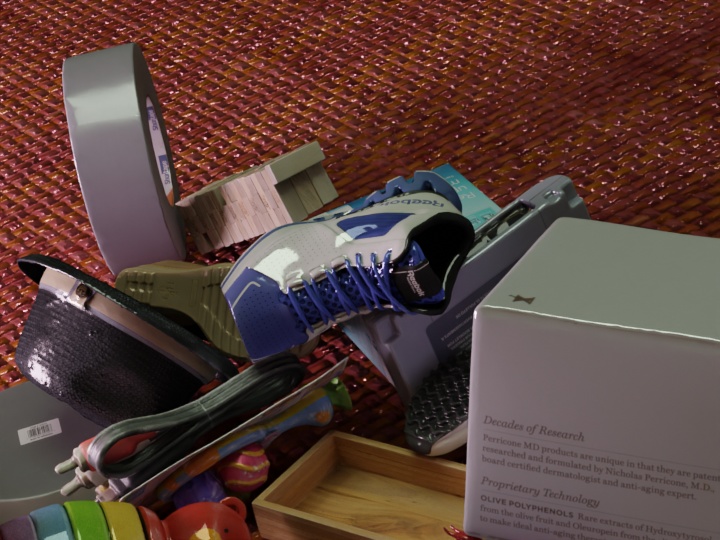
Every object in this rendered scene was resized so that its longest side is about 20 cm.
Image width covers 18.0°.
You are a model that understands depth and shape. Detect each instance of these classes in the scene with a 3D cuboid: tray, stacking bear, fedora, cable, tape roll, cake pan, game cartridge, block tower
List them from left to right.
[{"bbox_3d":[-0.246,0.143,1.789,0.200,0.037,0.200,-10,30,6],"label":"cake pan"},{"bbox_3d":[-0.192,0.069,1.740,0.201,0.201,0.092,22,79,45],"label":"fedora"},{"bbox_3d":[-0.171,0.208,1.580,0.200,0.121,0.114,-8,-13,-14],"label":"stacking bear"},{"bbox_3d":[-0.209,-0.099,2.025,0.066,0.200,0.200,-13,30,2],"label":"tape roll"},{"bbox_3d":[-0.136,0.107,1.675,0.200,0.097,0.050,-38,58,-11],"label":"cable"},{"bbox_3d":[-0.092,-0.060,1.977,0.054,0.058,0.200,-31,6,-29],"label":"block tower"},{"bbox_3d":[0.031,0.175,1.628,0.200,0.037,0.099,11,37,37],"label":"tray"},{"bbox_3d":[0.104,0.034,1.736,0.200,0.133,0.042,-36,36,-19],"label":"game cartridge"}]

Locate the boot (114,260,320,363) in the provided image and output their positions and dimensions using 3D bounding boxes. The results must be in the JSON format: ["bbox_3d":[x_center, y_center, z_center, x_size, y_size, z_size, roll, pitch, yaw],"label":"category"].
[{"bbox_3d":[-0.080,0.033,1.820,0.200,0.072,0.166,15,2,33],"label":"boot"}]

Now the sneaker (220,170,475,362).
[{"bbox_3d":[0.001,0.000,1.650,0.199,0.081,0.115,-29,23,-9],"label":"sneaker"}]

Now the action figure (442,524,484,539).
[{"bbox_3d":[0.067,0.214,1.461,0.099,0.065,0.200,14,7,28],"label":"action figure"}]

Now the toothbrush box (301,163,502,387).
[{"bbox_3d":[0.057,0.007,1.856,0.146,0.085,0.200,-22,32,-13],"label":"toothbrush box"}]

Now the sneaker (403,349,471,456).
[{"bbox_3d":[0.120,0.087,1.693,0.200,0.093,0.070,-43,37,-24],"label":"sneaker"}]

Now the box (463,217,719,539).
[{"bbox_3d":[0.192,0.081,1.531,0.200,0.171,0.199,8,21,19],"label":"box"}]

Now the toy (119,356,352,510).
[{"bbox_3d":[-0.089,0.144,1.684,0.200,0.115,0.047,-34,80,-20],"label":"toy"}]

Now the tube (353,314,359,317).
[{"bbox_3d":[-0.038,0.011,1.823,0.050,0.077,0.200,-38,10,-12],"label":"tube"}]
